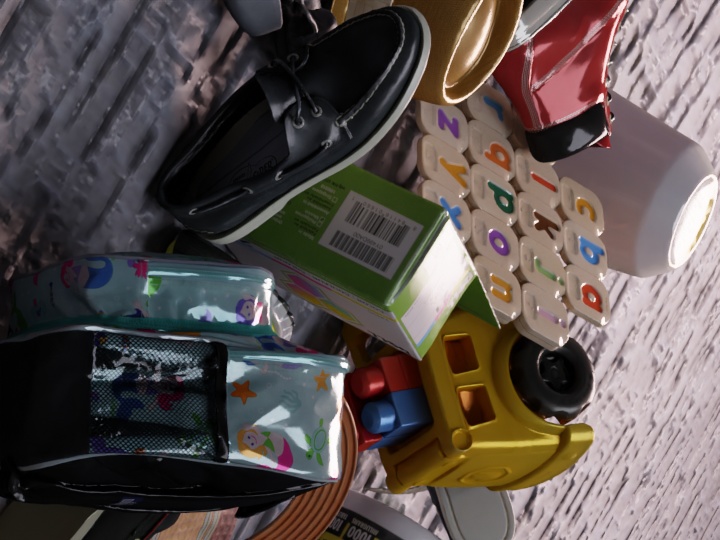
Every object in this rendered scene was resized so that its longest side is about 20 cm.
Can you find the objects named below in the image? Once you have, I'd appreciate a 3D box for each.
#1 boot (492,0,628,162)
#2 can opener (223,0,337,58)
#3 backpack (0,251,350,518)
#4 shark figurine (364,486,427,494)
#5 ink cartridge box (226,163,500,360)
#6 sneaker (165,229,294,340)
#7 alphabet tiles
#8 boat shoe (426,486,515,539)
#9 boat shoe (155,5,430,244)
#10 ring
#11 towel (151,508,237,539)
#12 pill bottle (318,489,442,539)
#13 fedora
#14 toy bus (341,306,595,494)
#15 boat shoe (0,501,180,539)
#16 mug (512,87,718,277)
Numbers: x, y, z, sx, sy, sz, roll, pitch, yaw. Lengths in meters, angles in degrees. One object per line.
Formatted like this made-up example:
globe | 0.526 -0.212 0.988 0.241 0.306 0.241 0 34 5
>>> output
boot | 0.176 -0.175 1.860 0.200 0.072 0.144 -43 120 -26
can opener | -0.050 -0.146 1.535 0.067 0.053 0.200 -22 145 -10
backpack | -0.109 0.068 1.391 0.200 0.178 0.151 12 79 -24
shark figurine | 0.096 0.125 2.074 0.128 0.089 0.215 47 57 -30
ink cartridge box | 0.000 0.000 1.643 0.076 0.148 0.200 -58 156 -13
sneaker | -0.093 0.052 1.599 0.090 0.078 0.200 -46 149 -16
alphabet tiles | 0.109 -0.042 1.810 0.196 0.015 0.200 28 46 -35
boat shoe | 0.072 0.127 1.948 0.075 0.200 0.062 -18 175 -15
boat shoe | -0.046 -0.093 1.496 0.199 0.075 0.066 -35 149 24
ring | -0.099 0.126 1.595 0.200 0.019 0.201 -9 124 -14
towel | -0.144 0.206 1.715 0.200 0.022 0.147 -8 122 -63
pill bottle | -0.017 0.281 1.942 0.200 0.112 0.112 -59 156 -11
fedora | 0.054 -0.176 1.656 0.201 0.082 0.201 -47 152 -35
toy bus | 0.051 0.064 1.831 0.192 0.200 0.136 -4 160 -31
boat shoe | -0.134 0.121 1.526 0.201 0.074 0.063 -43 142 6
mug | 0.207 -0.075 1.993 0.187 0.153 0.150 -36 143 -48
